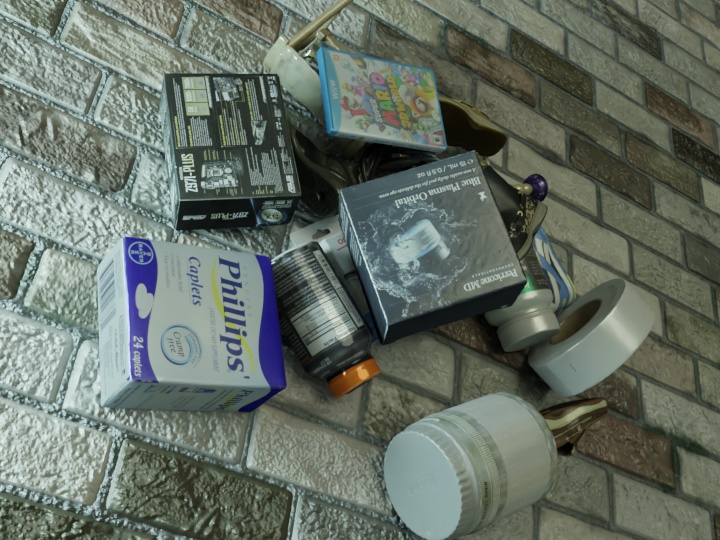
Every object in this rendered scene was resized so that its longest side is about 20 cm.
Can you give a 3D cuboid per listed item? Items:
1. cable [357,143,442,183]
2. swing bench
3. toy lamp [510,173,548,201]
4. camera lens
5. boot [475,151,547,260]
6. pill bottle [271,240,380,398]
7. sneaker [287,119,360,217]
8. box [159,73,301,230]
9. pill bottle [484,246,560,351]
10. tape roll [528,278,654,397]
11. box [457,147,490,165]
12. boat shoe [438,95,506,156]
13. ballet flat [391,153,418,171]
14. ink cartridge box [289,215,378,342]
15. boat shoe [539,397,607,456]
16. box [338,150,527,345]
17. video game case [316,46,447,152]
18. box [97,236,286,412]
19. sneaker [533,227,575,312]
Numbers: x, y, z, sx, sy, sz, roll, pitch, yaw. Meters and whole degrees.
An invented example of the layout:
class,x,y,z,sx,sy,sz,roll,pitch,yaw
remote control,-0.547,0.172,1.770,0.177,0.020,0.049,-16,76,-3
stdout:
class,x,y,z,sx,sy,sz,roll,pitch,yaw
cable,0.080,-0.113,1.423,0.200,0.051,0.163,29,75,-2
swing bench,-0.029,-0.299,1.440,0.199,0.130,0.200,48,53,-4
toy lamp,0.228,-0.133,1.518,0.200,0.058,0.058,-10,71,-37
camera lens,0.152,0.258,1.219,0.200,0.160,0.160,-11,71,-39
boot,0.186,-0.080,1.362,0.154,0.073,0.204,40,45,-3
pill bottle,-0.053,0.069,1.220,0.106,0.106,0.200,-25,81,-42
sneaker,-0.075,-0.158,1.364,0.199,0.076,0.114,45,22,17
box,-0.182,-0.164,1.247,0.163,0.086,0.200,-4,66,-19
pill bottle,0.238,0.020,1.452,0.113,0.113,0.200,-5,67,-38
tape roll,0.359,0.105,1.431,0.071,0.202,0.202,47,47,-5
box,0.203,-0.149,1.575,0.039,0.041,0.200,12,57,-30
boat shoe,0.158,-0.250,1.529,0.200,0.074,0.066,21,31,-40
ballet flat,0.086,-0.167,1.484,0.071,0.071,0.200,-9,73,-39
ink cartridge box,0.000,0.000,1.323,0.116,0.068,0.200,-27,82,-42
boat shoe,0.308,0.250,1.406,0.202,0.075,0.075,-10,85,-33
box,0.092,-0.029,1.228,0.196,0.117,0.200,-17,74,-7
video game case,0.034,-0.254,1.365,0.200,0.018,0.143,4,67,-29
box,-0.207,0.070,1.110,0.200,0.105,0.184,7,61,-33
sneaker,0.282,-0.013,1.532,0.082,0.074,0.200,-27,81,-40
